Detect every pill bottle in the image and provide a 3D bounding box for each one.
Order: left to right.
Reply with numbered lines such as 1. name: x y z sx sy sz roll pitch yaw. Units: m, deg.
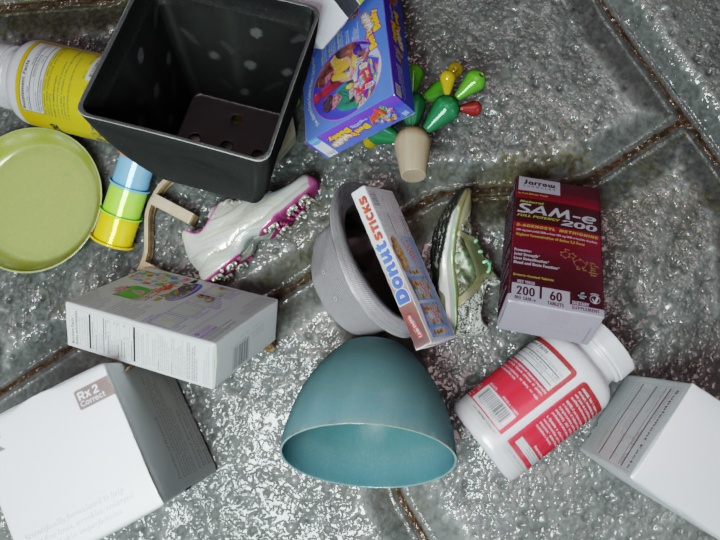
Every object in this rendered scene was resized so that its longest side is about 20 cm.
1. pill bottle: -0.387 -0.239 0.880 0.199 0.112 0.113 14 85 6
2. pill bottle: 0.221 0.147 0.797 0.200 0.112 0.112 -38 83 -1

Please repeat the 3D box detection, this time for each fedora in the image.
1. fedora: 0.000 0.000 0.823 0.090 0.177 0.200 -30 82 30

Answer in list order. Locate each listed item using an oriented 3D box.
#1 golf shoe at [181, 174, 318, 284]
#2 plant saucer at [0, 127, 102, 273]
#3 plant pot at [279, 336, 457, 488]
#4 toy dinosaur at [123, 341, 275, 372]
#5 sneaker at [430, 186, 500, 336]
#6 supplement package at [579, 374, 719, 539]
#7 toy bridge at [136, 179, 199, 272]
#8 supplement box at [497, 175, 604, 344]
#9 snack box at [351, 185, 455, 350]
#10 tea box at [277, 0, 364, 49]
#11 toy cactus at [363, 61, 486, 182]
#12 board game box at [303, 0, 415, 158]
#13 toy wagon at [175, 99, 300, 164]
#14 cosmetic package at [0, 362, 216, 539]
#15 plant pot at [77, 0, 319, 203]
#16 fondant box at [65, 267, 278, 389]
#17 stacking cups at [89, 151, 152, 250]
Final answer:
1. golf shoe: -0.147 -0.070 0.867 0.200 0.075 0.092 -39 79 -2
2. plant saucer: -0.444 -0.095 0.909 0.199 0.031 0.201 0 84 4
3. plant pot: 0.012 0.159 0.786 0.199 0.200 0.135 1 54 4
4. toy dinosaur: -0.207 0.104 0.828 0.199 0.106 0.061 -11 61 -33
5. sneaker: 0.137 -0.005 0.849 0.088 0.077 0.201 7 89 -9
6. supplement package: 0.346 0.198 0.738 0.117 0.200 0.117 34 87 6
7. toy bridge: -0.252 -0.081 0.896 0.067 0.027 0.200 27 86 6
8. supplement box: 0.228 -0.018 0.795 0.108 0.061 0.200 10 52 4
9. snack box: 0.051 -0.006 0.787 0.024 0.072 0.201 -29 76 27
10. tea box: -0.067 -0.395 0.817 0.197 0.200 0.134 -50 125 -4
11. toy cactus: 0.065 -0.185 0.845 0.199 0.102 0.166 -7 65 17
12. board game box: -0.009 -0.259 0.832 0.134 0.045 0.201 -21 61 31
13. toy wagon: -0.183 -0.210 0.887 0.200 0.040 0.155 33 71 9
14. cosmetic package: -0.298 0.214 0.779 0.164 0.200 0.165 -27 82 1
15. plant pot: -0.167 -0.190 0.764 0.199 0.177 0.201 15 70 2
16. fondant box: -0.218 0.060 0.787 0.199 0.144 0.058 14 111 18
17. stacking cups: -0.295 -0.129 0.864 0.060 0.061 0.201 22 100 6
